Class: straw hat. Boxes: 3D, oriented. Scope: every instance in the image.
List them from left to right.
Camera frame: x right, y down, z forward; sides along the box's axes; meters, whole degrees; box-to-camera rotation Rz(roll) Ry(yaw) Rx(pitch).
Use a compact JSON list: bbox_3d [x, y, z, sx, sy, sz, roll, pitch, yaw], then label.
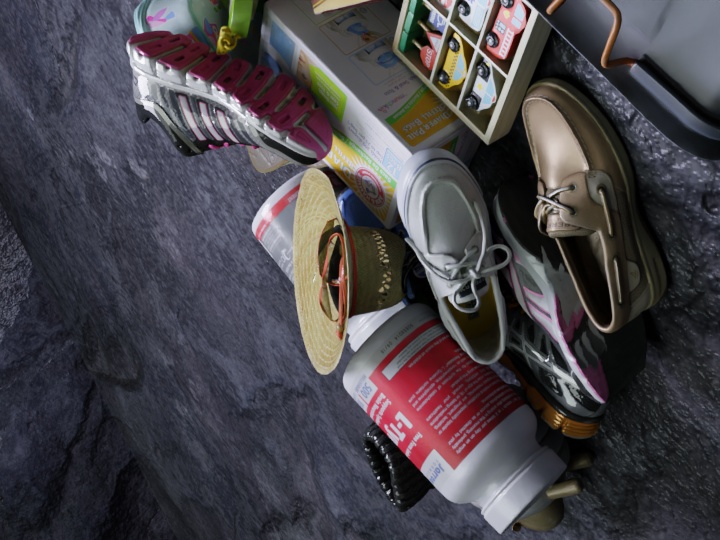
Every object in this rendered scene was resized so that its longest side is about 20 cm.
[{"bbox_3d":[0.000,0.000,0.911,0.201,0.084,0.204,176,90,-74],"label":"straw hat"}]

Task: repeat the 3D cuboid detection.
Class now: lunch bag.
[{"bbox_3d":[-0.148,-0.228,0.978,0.161,0.076,0.201,58,-161,-30],"label":"lunch bag"}]

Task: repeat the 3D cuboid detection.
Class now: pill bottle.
[{"bbox_3d":[-0.018,-0.006,1.087,0.200,0.113,0.114,50,154,11],"label":"pill bottle"},{"bbox_3d":[0.086,0.135,0.899,0.200,0.112,0.113,45,152,19],"label":"pill bottle"}]

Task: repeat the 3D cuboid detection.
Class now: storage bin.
[{"bbox_3d":[0.177,-0.183,0.535,0.200,0.145,0.135,49,143,15],"label":"storage bin"}]

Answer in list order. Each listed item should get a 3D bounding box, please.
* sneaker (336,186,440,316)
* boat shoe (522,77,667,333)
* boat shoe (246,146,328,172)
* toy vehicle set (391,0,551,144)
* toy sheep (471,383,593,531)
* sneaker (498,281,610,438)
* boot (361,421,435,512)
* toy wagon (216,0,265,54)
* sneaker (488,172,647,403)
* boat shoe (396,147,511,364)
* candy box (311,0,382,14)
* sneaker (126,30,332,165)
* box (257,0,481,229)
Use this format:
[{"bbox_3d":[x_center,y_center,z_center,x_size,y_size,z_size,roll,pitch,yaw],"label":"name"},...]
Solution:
[{"bbox_3d":[0.053,-0.009,0.987,0.200,0.078,0.089,48,171,0],"label":"sneaker"},{"bbox_3d":[0.171,-0.049,0.762,0.201,0.064,0.071,62,153,-8],"label":"boat shoe"},{"bbox_3d":[-0.050,-0.146,1.060,0.200,0.063,0.074,-9,100,55],"label":"boat shoe"},{"bbox_3d":[0.090,-0.208,0.742,0.124,0.026,0.201,48,148,23],"label":"toy vehicle set"},{"bbox_3d":[0.147,0.176,0.997,0.201,0.137,0.138,62,154,-8],"label":"toy sheep"},{"bbox_3d":[0.161,0.058,0.911,0.200,0.078,0.078,47,128,26],"label":"sneaker"},{"bbox_3d":[0.105,0.225,1.086,0.212,0.157,0.079,58,154,-4],"label":"boot"},{"bbox_3d":[-0.096,-0.282,0.858,0.155,0.039,0.202,140,135,-73],"label":"toy wagon"},{"bbox_3d":[0.170,0.017,0.847,0.202,0.080,0.086,66,161,9],"label":"sneaker"},{"bbox_3d":[0.084,0.000,0.814,0.086,0.074,0.203,-116,8,-54],"label":"boat shoe"},{"bbox_3d":[-0.012,-0.306,0.756,0.116,0.056,0.202,14,120,59],"label":"candy box"},{"bbox_3d":[-0.117,-0.134,0.866,0.198,0.074,0.088,25,131,7],"label":"sneaker"},{"bbox_3d":[0.008,-0.156,0.882,0.200,0.101,0.113,47,152,18],"label":"box"}]
